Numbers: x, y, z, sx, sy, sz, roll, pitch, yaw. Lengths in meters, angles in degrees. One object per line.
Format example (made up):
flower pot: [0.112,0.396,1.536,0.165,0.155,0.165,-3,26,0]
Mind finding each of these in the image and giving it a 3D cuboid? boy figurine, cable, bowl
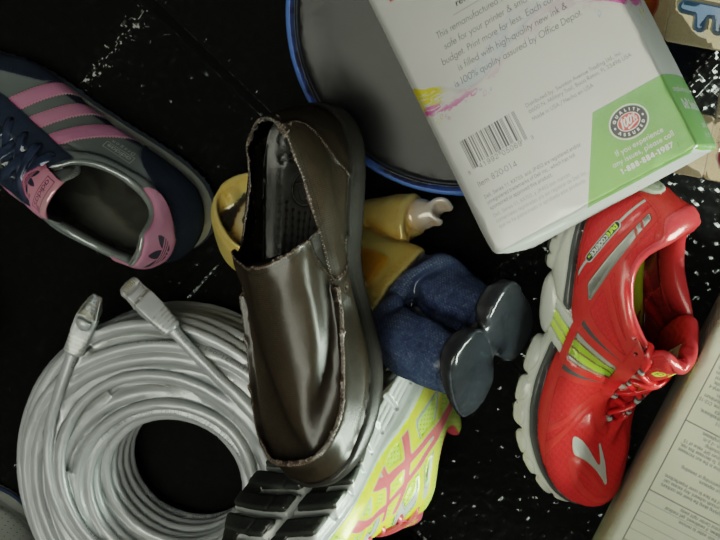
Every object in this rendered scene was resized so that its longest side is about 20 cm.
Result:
boy figurine: [0.000,0.000,1.058,0.199,0.125,0.065,30,159,32]
cable: [-0.106,0.118,1.138,0.199,0.069,0.201,35,112,0]
bowl: [0.053,-0.135,1.037,0.199,0.039,0.203,4,108,13]

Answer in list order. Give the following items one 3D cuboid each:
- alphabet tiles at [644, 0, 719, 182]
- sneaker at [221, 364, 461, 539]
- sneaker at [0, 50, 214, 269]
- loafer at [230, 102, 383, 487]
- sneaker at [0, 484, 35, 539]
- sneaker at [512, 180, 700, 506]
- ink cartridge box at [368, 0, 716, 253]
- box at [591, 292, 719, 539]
alphabet tiles: [0.144,-0.153,0.985,0.166,0.008,0.202,12,108,10]
sneaker: [0.001,0.121,1.057,0.078,0.200,0.091,-1,132,44]
sneaker: [-0.179,-0.065,1.093,0.199,0.082,0.071,26,113,9]
loafer: [-0.039,0.010,0.992,0.072,0.071,0.202,-11,79,34]
sneaker: [-0.215,0.204,1.166,0.198,0.115,0.081,29,110,4]
sneaker: [0.136,0.046,1.020,0.085,0.077,0.202,27,125,38]
ink cartridge box: [0.078,-0.123,0.957,0.116,0.067,0.201,-28,84,19]
box: [0.201,0.103,1.050,0.094,0.078,0.201,27,111,4]
